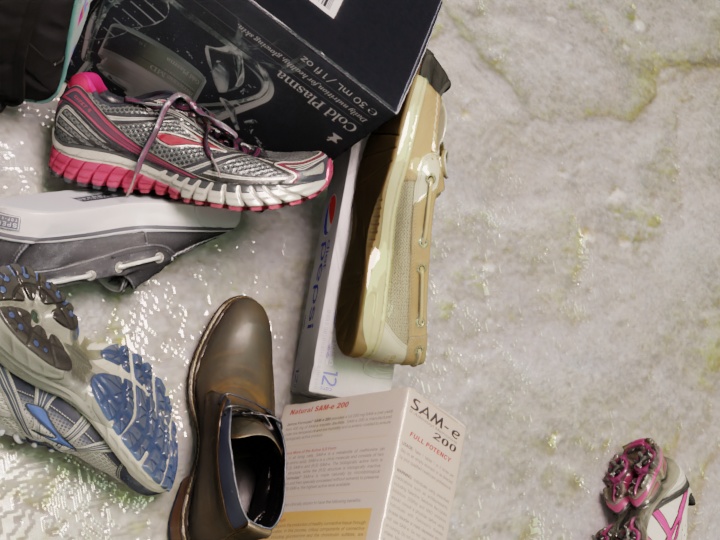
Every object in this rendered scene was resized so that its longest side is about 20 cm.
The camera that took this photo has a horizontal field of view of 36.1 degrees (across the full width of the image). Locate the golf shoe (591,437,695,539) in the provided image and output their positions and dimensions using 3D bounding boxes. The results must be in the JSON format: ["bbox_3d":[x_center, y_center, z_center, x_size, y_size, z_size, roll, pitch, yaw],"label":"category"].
[{"bbox_3d":[0.244,0.246,0.950,0.092,0.072,0.201,43,54,-16],"label":"golf shoe"}]

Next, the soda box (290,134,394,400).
[{"bbox_3d":[0.000,0.000,0.837,0.063,0.068,0.202,12,80,-13],"label":"soda box"}]

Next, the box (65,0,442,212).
[{"bbox_3d":[-0.084,-0.172,0.802,0.199,0.196,0.125,34,58,-20],"label":"box"}]

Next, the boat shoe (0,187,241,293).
[{"bbox_3d":[-0.166,-0.019,0.774,0.199,0.071,0.068,-11,113,-51],"label":"boat shoe"}]

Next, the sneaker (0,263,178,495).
[{"bbox_3d":[-0.194,0.080,0.715,0.200,0.085,0.077,54,24,-31],"label":"sneaker"}]

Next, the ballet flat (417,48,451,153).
[{"bbox_3d":[0.042,-0.108,0.951,0.068,0.068,0.201,37,56,-28],"label":"ballet flat"}]

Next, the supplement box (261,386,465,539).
[{"bbox_3d":[-0.010,0.190,0.754,0.073,0.125,0.201,37,55,-37],"label":"supplement box"}]

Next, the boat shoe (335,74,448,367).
[{"bbox_3d":[0.032,-0.035,0.779,0.063,0.073,0.202,12,84,-18],"label":"boat shoe"}]

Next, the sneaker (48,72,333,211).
[{"bbox_3d":[-0.117,-0.086,0.768,0.198,0.081,0.075,9,101,-3],"label":"sneaker"}]

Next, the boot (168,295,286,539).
[{"bbox_3d":[-0.075,0.102,0.767,0.074,0.097,0.201,19,63,-28],"label":"boot"}]

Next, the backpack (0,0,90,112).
[{"bbox_3d":[-0.249,-0.216,0.690,0.175,0.200,0.154,13,64,-17],"label":"backpack"}]
